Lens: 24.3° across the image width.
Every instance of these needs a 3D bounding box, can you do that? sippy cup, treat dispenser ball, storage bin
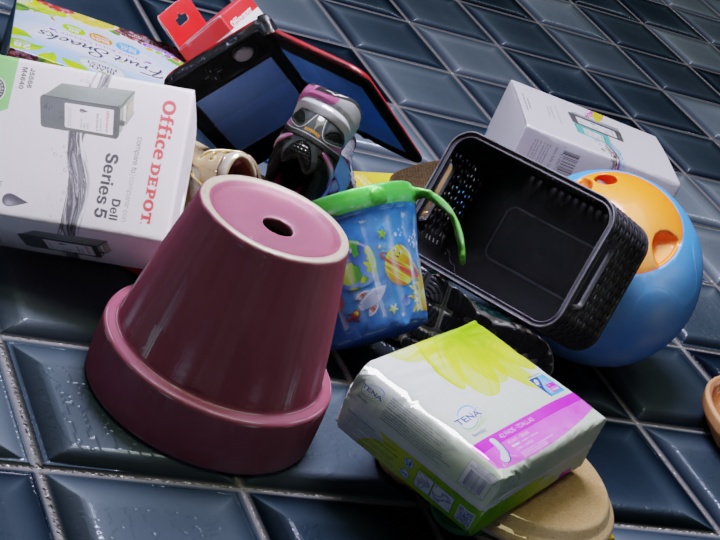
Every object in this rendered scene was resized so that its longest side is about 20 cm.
[{"bbox_3d":[0.000,0.000,1.530,0.139,0.177,0.131,-8,79,-55],"label":"sippy cup"},{"bbox_3d":[0.248,-0.002,1.707,0.200,0.202,0.201,20,25,-10],"label":"treat dispenser ball"},{"bbox_3d":[0.155,-0.029,1.595,0.200,0.136,0.094,31,1,35],"label":"storage bin"}]

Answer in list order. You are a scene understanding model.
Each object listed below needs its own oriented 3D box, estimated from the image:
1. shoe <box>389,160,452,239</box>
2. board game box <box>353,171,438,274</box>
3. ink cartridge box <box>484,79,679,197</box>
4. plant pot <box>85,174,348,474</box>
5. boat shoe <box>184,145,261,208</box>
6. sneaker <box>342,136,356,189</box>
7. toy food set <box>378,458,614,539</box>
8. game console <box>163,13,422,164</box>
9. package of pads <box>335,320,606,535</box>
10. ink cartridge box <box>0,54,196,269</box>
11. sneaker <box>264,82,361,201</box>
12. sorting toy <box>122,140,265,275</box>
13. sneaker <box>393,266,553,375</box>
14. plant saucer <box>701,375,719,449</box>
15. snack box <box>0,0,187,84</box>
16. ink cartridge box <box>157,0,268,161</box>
[{"bbox_3d":[0.065,-0.067,1.754,0.069,0.054,0.200,-7,20,8],"label":"shoe"},{"bbox_3d":[0.063,-0.049,1.815,0.199,0.040,0.153,0,35,-43],"label":"board game box"},{"bbox_3d":[0.244,-0.102,1.962,0.199,0.147,0.146,20,24,-13],"label":"ink cartridge box"},{"bbox_3d":[-0.100,0.032,1.340,0.199,0.180,0.200,20,24,-10],"label":"plant pot"},{"bbox_3d":[-0.116,-0.074,1.495,0.073,0.069,0.200,-3,37,-46],"label":"boat shoe"},{"bbox_3d":[-0.012,-0.072,1.705,0.113,0.076,0.200,18,42,6],"label":"sneaker"},{"bbox_3d":[0.123,0.181,1.410,0.199,0.049,0.198,1,34,-43],"label":"toy food set"},{"bbox_3d":[-0.061,-0.140,1.580,0.119,0.172,0.200,62,6,27],"label":"game console"},{"bbox_3d":[0.090,0.119,1.360,0.154,0.068,0.200,36,27,21],"label":"package of pads"},{"bbox_3d":[-0.247,-0.092,1.428,0.199,0.084,0.146,9,71,-3],"label":"ink cartridge box"},{"bbox_3d":[-0.059,-0.090,1.532,0.080,0.200,0.087,28,65,9],"label":"sneaker"},{"bbox_3d":[-0.201,-0.067,1.571,0.199,0.070,0.199,27,24,5],"label":"sorting toy"},{"bbox_3d":[0.095,0.056,1.625,0.199,0.078,0.080,30,9,-6],"label":"sneaker"},{"bbox_3d":[0.437,0.180,1.718,0.199,0.038,0.200,21,24,-10],"label":"plant saucer"},{"bbox_3d":[-0.282,-0.208,1.775,0.199,0.068,0.169,17,25,-16],"label":"snack box"},{"bbox_3d":[-0.128,-0.233,1.869,0.200,0.067,0.116,52,22,-11],"label":"ink cartridge box"}]
